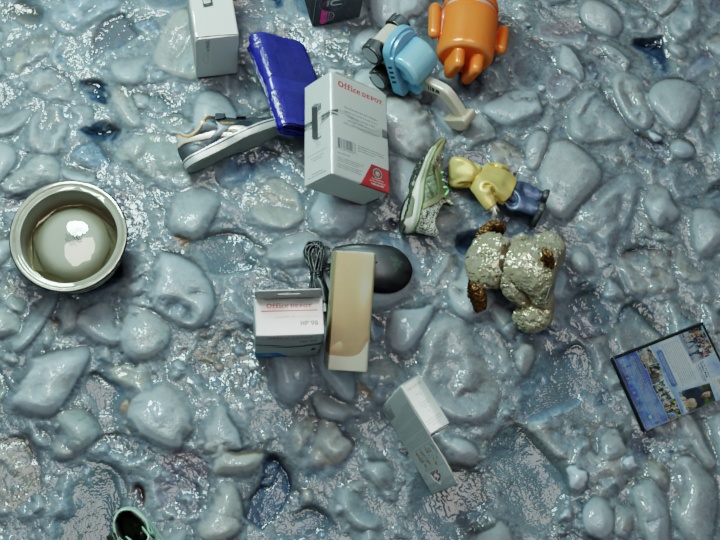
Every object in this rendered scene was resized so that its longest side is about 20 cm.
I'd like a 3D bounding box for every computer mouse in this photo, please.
[{"bbox_3d":[0.000,0.000,1.655,0.197,0.053,0.140,-5,73,-8],"label":"computer mouse"}]

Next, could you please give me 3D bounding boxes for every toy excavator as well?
[{"bbox_3d":[0.118,-0.368,1.751,0.199,0.195,0.100,31,69,33],"label":"toy excavator"}]

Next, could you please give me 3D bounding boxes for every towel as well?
[{"bbox_3d":[-0.134,-0.344,1.724,0.147,0.049,0.202,0,67,-51],"label":"towel"}]

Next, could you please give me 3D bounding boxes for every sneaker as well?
[{"bbox_3d":[-0.328,0.459,1.438,0.073,0.118,0.201,-37,82,-18],"label":"sneaker"},{"bbox_3d":[0.136,-0.149,1.717,0.088,0.077,0.202,21,78,-10],"label":"sneaker"},{"bbox_3d":[-0.245,-0.256,1.692,0.198,0.079,0.080,-24,80,-13],"label":"sneaker"}]

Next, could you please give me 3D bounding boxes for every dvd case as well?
[{"bbox_3d":[0.574,0.193,1.684,0.198,0.018,0.144,-19,75,-11],"label":"dvd case"}]

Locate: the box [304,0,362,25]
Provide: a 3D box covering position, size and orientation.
[{"bbox_3d":[-0.068,-0.606,1.799,0.105,0.122,0.203,-13,74,-11],"label":"box"}]

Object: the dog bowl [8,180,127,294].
[{"bbox_3d":[-0.502,-0.049,1.599,0.197,0.074,0.203,2,72,-6],"label":"dog bowl"}]

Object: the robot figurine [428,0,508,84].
[{"bbox_3d":[0.212,-0.469,1.796,0.142,0.117,0.203,1,71,22],"label":"robot figurine"}]

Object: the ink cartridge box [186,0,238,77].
[{"bbox_3d":[-0.282,-0.488,1.724,0.083,0.146,0.203,-8,75,-11],"label":"ink cartridge box"}]

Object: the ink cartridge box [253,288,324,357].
[{"bbox_3d":[-0.122,0.091,1.534,0.114,0.200,0.068,-2,72,-7],"label":"ink cartridge box"}]

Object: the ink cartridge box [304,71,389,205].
[{"bbox_3d":[-0.025,-0.240,1.678,0.143,0.083,0.203,15,68,-41],"label":"ink cartridge box"}]

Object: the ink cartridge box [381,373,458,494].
[{"bbox_3d":[0.108,0.272,1.506,0.043,0.200,0.175,-29,78,-16],"label":"ink cartridge box"}]

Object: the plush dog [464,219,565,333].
[{"bbox_3d":[0.270,-0.006,1.655,0.169,0.161,0.203,8,71,20],"label":"plush dog"}]

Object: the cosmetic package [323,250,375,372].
[{"bbox_3d":[-0.020,0.068,1.577,0.070,0.105,0.203,4,89,-6],"label":"cosmetic package"}]

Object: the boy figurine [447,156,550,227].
[{"bbox_3d":[0.253,-0.152,1.723,0.198,0.065,0.125,22,52,2],"label":"boy figurine"}]
